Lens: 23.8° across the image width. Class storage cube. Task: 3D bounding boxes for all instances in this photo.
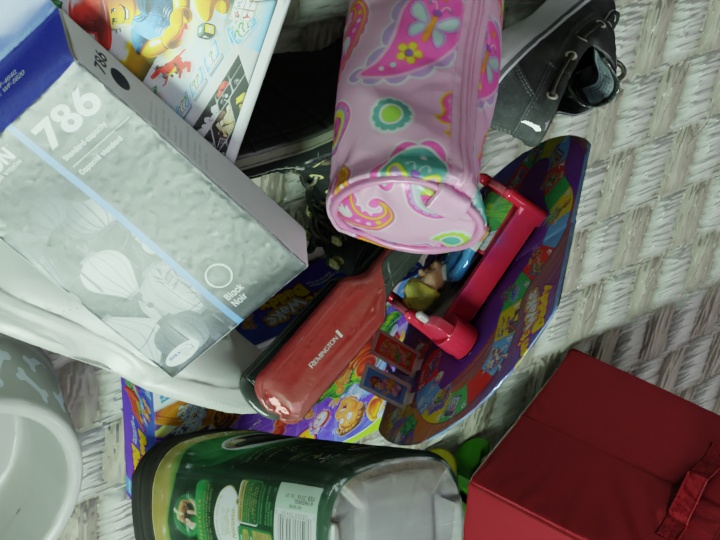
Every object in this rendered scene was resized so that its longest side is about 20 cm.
[{"bbox_3d":[0.190,0.199,1.298,0.171,0.179,0.201,-47,151,-39],"label":"storage cube"}]

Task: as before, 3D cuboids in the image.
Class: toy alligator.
[{"bbox_3d":[0.028,0.193,1.280,0.199,0.054,0.060,-30,142,-19],"label":"toy alligator"}]

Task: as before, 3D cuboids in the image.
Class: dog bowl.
[{"bbox_3d":[-0.242,0.124,0.945,0.199,0.059,0.201,-27,141,-24],"label":"dog bowl"}]

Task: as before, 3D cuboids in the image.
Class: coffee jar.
[{"bbox_3d":[-0.042,0.138,0.968,0.104,0.199,0.086,-4,93,-40],"label":"coffee jar"}]

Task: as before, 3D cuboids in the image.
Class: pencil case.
[{"bbox_3d":[0.034,-0.110,0.880,0.088,0.087,0.202,51,42,-54],"label":"pencil case"}]

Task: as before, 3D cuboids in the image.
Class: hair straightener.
[{"bbox_3d":[0.000,0.000,0.958,0.041,0.077,0.201,39,75,-13],"label":"hair straightener"}]

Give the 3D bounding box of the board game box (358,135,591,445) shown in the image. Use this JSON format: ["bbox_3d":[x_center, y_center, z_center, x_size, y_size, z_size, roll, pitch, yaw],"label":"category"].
[{"bbox_3d":[0.055,-0.001,0.950,0.039,0.201,0.158,33,139,-19],"label":"board game box"}]

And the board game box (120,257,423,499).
[{"bbox_3d":[-0.055,0.071,1.087,0.199,0.045,0.135,-24,139,-27],"label":"board game box"}]

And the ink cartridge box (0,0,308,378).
[{"bbox_3d":[-0.126,-0.041,0.818,0.099,0.039,0.200,-39,118,19],"label":"ink cartridge box"}]

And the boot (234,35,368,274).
[{"bbox_3d":[-0.026,-0.051,0.975,0.202,0.074,0.155,-23,142,-25],"label":"boot"}]

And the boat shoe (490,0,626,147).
[{"bbox_3d":[0.121,-0.119,0.997,0.070,0.066,0.200,-60,168,28],"label":"boat shoe"}]

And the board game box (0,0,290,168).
[{"bbox_3d":[-0.112,-0.099,0.827,0.125,0.035,0.201,14,120,-14],"label":"board game box"}]

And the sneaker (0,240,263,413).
[{"bbox_3d":[-0.114,0.016,0.932,0.199,0.075,0.089,24,89,-35],"label":"sneaker"}]
